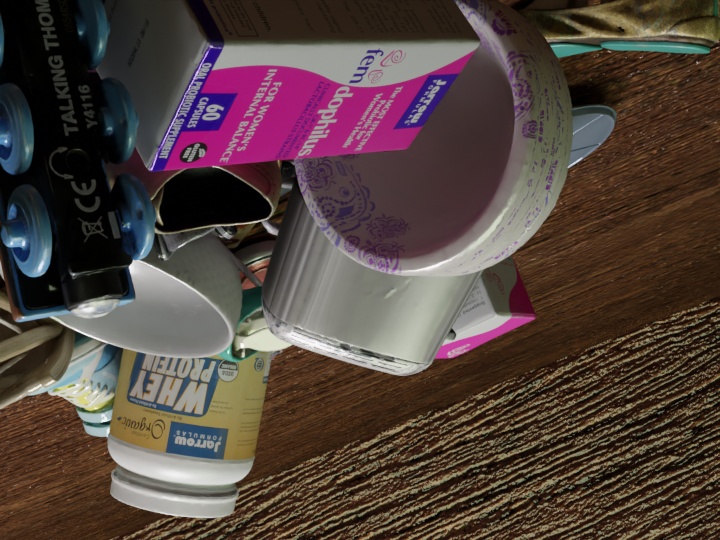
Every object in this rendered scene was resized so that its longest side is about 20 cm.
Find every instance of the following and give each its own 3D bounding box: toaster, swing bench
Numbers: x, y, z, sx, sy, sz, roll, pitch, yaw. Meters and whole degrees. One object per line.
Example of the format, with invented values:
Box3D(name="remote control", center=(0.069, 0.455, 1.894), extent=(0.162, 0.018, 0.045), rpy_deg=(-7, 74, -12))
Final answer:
Box3D(name="toaster", center=(0.000, 0.000, 0.956), extent=(0.198, 0.131, 0.114), rpy_deg=(17, -165, -17))
Box3D(name="swing bench", center=(-0.370, 0.080, 0.975), extent=(0.197, 0.131, 0.200), rpy_deg=(-28, 164, 20))

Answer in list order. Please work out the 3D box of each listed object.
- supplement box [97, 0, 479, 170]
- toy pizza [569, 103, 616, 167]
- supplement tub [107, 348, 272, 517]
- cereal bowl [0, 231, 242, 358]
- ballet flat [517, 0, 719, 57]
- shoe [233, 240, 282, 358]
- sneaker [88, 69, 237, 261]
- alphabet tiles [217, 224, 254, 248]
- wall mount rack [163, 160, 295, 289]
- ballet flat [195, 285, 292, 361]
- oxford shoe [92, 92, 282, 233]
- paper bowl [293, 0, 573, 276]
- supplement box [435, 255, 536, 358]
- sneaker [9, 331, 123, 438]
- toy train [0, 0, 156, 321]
Box3D(name="supplement box", center=(-0.044, -0.136, 0.693), extent=(0.198, 0.104, 0.101), rpy_deg=(-11, 150, -39))
Box3D(name="toy pizza", center=(0.171, -0.126, 1.209), extent=(0.198, 0.032, 0.200), rpy_deg=(-22, 165, -6))
Box3D(name="supplement tub", center=(-0.163, 0.122, 1.116), extent=(0.143, 0.203, 0.145), rpy_deg=(10, 179, 0))
Box3D(name="cereal bowl", center=(-0.184, -0.009, 0.934), extent=(0.197, 0.084, 0.201), rpy_deg=(13, 155, 6))
Box3D(name="ballet flat", center=(0.183, -0.197, 0.895), extent=(0.198, 0.072, 0.070), rpy_deg=(5, -174, 41))
Box3D(name="shoe", center=(-0.113, 0.043, 1.271), extent=(0.071, 0.092, 0.200), rpy_deg=(-16, 164, -20))
Box3D(name="sneaker", center=(-0.146, -0.073, 0.793), extent=(0.075, 0.115, 0.199), rpy_deg=(-28, 163, 22))
Box3D(name="alphabet tiles", center=(-0.186, -0.030, 1.089), extent=(0.198, 0.008, 0.167), rpy_deg=(-12, 161, -33))
Box3D(name="wall mount rack", center=(-0.091, -0.029, 1.069), extent=(0.199, 0.075, 0.173), rpy_deg=(-28, 166, 24))
Box3D(name="ballet flat", center=(-0.051, 0.036, 1.046), extent=(0.198, 0.070, 0.068), rpy_deg=(-20, 137, -26))
Box3D(name="oxford shoe", center=(-0.144, -0.061, 0.709), extent=(0.197, 0.075, 0.071), rpy_deg=(-3, 127, -7))
Box3D(name="paper bowl", center=(0.057, -0.097, 0.825), extent=(0.200, 0.203, 0.104), rpy_deg=(-31, 161, 32))
Box3D(name="supplement box", center=(0.070, -0.029, 1.074), extent=(0.103, 0.202, 0.101), rpy_deg=(-29, 163, 24))
Box3D(name="sneaker", center=(-0.266, 0.118, 1.139), extent=(0.079, 0.132, 0.200), rpy_deg=(-7, -170, 18))
Box3D(name="toy train", center=(-0.175, -0.067, 0.631), extent=(0.086, 0.203, 0.114), rpy_deg=(-11, 172, -36))
